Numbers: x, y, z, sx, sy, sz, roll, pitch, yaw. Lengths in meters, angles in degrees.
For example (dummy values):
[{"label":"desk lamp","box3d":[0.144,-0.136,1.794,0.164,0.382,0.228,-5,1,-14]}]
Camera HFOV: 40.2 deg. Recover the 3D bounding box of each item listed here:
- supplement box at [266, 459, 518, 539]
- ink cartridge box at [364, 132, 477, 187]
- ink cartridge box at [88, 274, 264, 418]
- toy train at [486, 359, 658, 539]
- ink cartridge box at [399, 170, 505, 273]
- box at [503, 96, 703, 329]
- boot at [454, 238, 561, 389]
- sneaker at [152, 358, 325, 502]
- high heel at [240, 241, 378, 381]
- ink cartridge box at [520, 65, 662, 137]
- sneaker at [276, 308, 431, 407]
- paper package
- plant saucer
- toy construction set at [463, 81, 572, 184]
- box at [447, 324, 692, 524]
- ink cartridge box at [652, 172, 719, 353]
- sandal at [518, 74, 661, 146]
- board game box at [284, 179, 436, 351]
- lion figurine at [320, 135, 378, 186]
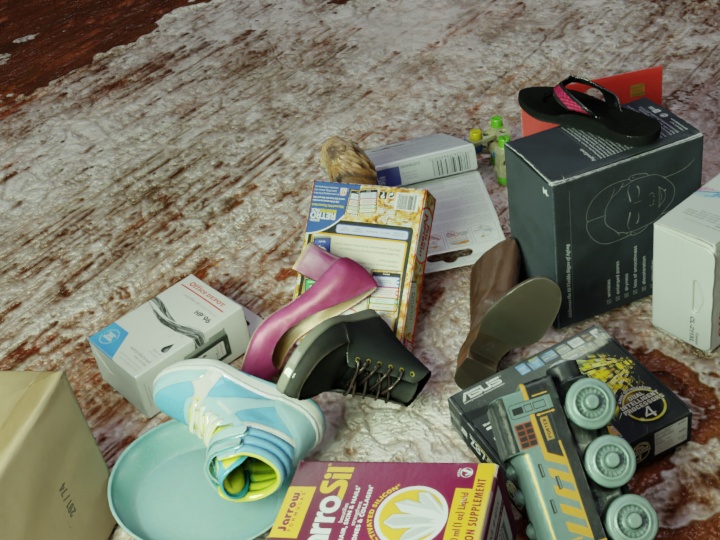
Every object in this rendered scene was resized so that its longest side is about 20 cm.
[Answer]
[{"label":"supplement box","box3d":[0.028,0.248,0.864,0.196,0.105,0.132,-4,36,22]},{"label":"ink cartridge box","box3d":[0.057,-0.157,1.458,0.192,0.044,0.200,-14,12,-5]},{"label":"ink cartridge box","box3d":[-0.215,0.078,1.205,0.199,0.069,0.115,-35,43,-30]},{"label":"toy train","box3d":[0.190,0.186,0.890,0.112,0.085,0.204,-17,74,0]},{"label":"ink cartridge box","box3d":[0.107,-0.050,1.322,0.157,0.048,0.202,-11,39,-1]},{"label":"box","box3d":[0.286,-0.068,1.164,0.193,0.203,0.124,-19,34,-13]},{"label":"boot","box3d":[0.170,0.015,1.118,0.064,0.187,0.201,32,39,-8]},{"label":"sneaker","box3d":[-0.146,0.162,0.992,0.196,0.081,0.131,11,32,18]},{"label":"high heel","box3d":[-0.063,0.074,1.129,0.095,0.067,0.202,29,86,15]},{"label":"ink cartridge box","box3d":[0.313,-0.163,1.305,0.196,0.179,0.045,-11,35,-1]},{"label":"sneaker","box3d":[0.001,0.104,1.023,0.106,0.076,0.199,38,28,18]},{"label":"paper package","box3d":[-0.325,0.224,0.924,0.101,0.203,0.192,0,37,15]},{"label":"plant saucer","box3d":[-0.157,0.223,1.004,0.195,0.037,0.201,-1,33,0]},{"label":"toy construction set","box3d":[0.256,-0.195,1.447,0.198,0.093,0.131,-29,38,-6]},{"label":"box","box3d":[0.213,0.152,1.013,0.197,0.050,0.161,-23,36,-13]},{"label":"ink cartridge box","box3d":[0.422,-0.027,1.118,0.198,0.148,0.082,-32,39,-28]},{"label":"sandal","box3d":[0.262,-0.193,1.130,0.074,0.046,0.199,-28,35,-24]},{"label":"board game box","box3d":[0.000,0.000,1.174,0.149,0.046,0.204,7,80,22]},{"label":"lion figurine","box3d":[-0.018,-0.071,1.266,0.072,0.122,0.203,-24,41,45]}]
